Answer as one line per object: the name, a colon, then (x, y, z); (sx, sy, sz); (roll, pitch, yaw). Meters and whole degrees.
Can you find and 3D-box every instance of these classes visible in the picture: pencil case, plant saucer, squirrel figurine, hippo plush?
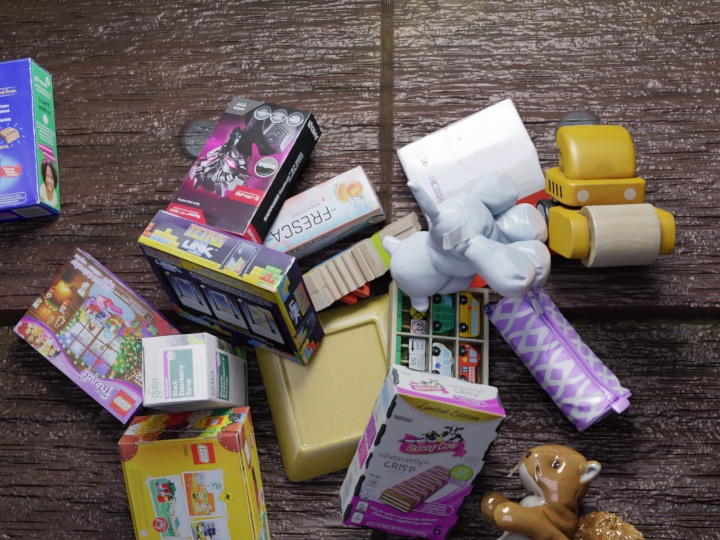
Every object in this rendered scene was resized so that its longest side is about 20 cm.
pencil case: (0.241, 0.099, 1.445); (0.084, 0.086, 0.200); (-33, 79, -32)
plant saucer: (-0.024, 0.144, 1.490); (0.199, 0.048, 0.201); (-16, 80, 4)
squirrel figurine: (0.237, 0.310, 1.404); (0.199, 0.142, 0.187); (28, 74, -3)
hippo plush: (0.115, -0.009, 1.397); (0.161, 0.200, 0.160); (-44, 70, 40)

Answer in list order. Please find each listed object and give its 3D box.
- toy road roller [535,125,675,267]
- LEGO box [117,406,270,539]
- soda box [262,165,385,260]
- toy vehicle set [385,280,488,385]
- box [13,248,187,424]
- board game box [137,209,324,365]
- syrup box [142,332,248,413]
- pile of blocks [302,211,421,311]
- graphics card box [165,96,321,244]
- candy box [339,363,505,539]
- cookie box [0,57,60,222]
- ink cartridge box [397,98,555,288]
toy road roller: (0.283, -0.093, 1.404); (0.122, 0.200, 0.147); (-3, 104, -8)
LEGO box: (-0.196, 0.276, 1.436); (0.148, 0.077, 0.201); (-5, 106, 6)
soda box: (-0.072, -0.058, 1.518); (0.199, 0.068, 0.064); (-24, 77, 3)
toy vehicle set: (0.094, 0.116, 1.462); (0.124, 0.027, 0.201); (5, 75, -11)
box: (-0.331, 0.085, 1.542); (0.200, 0.039, 0.137); (37, 87, 11)
board game box: (-0.154, 0.021, 1.442); (0.199, 0.166, 0.057); (20, 60, 24)
syrup box: (-0.196, 0.128, 1.436); (0.081, 0.200, 0.079); (-5, 79, 6)
pile of blocks: (0.000, 0.000, 1.497); (0.200, 0.082, 0.062); (-29, 95, -10)
graphics card box: (-0.147, -0.122, 1.505); (0.125, 0.051, 0.200); (15, 63, 27)
candy box: (0.069, 0.217, 1.390); (0.136, 0.061, 0.201); (13, 117, -13)
cookie box: (-0.498, -0.167, 1.586); (0.170, 0.075, 0.201); (-7, 80, 6)
ink cartridge box: (0.158, -0.095, 1.508); (0.162, 0.057, 0.201); (-24, 74, 3)
